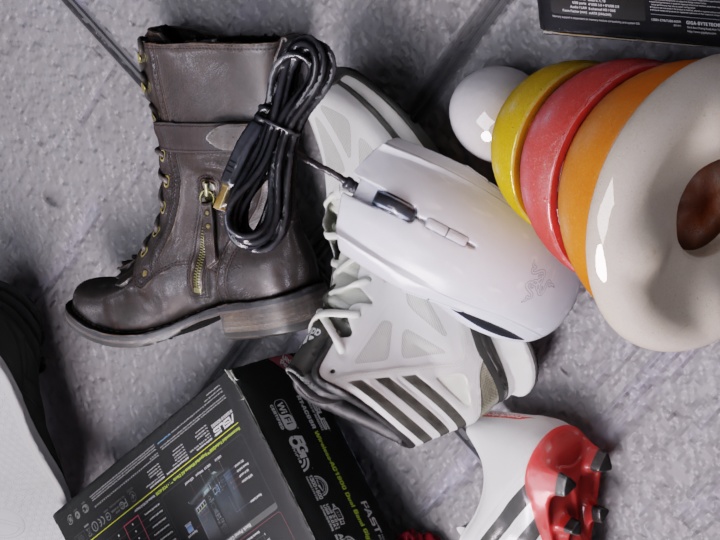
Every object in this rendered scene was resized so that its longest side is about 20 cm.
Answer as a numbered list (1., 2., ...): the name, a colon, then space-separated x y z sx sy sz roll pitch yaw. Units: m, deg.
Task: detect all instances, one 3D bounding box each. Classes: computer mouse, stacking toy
1. computer mouse: 0.029 -0.028 1.443 0.199 0.110 0.044 26 177 -14
2. stacking toy: 0.111 -0.058 1.395 0.200 0.146 0.147 29 127 45

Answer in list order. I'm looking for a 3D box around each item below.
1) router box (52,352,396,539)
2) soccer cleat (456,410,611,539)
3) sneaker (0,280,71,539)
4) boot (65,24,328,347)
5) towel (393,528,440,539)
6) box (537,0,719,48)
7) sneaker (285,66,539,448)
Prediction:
1. router box: -0.075 0.159 1.648 0.200 0.062 0.150 -39 72 41
2. soccer cleat: 0.089 0.169 1.545 0.085 0.068 0.201 19 118 41
3. sneaker: -0.211 0.089 1.741 0.070 0.099 0.201 -5 130 9
4. boot: -0.097 -0.051 1.597 0.199 0.069 0.175 -5 102 36
5. towel: -0.004 0.247 1.650 0.200 0.022 0.145 -33 67 43
6. box: 0.165 -0.202 1.318 0.199 0.050 0.199 8 114 36
7. sneaker: 0.000 0.000 1.488 0.201 0.115 0.076 61 160 -2
